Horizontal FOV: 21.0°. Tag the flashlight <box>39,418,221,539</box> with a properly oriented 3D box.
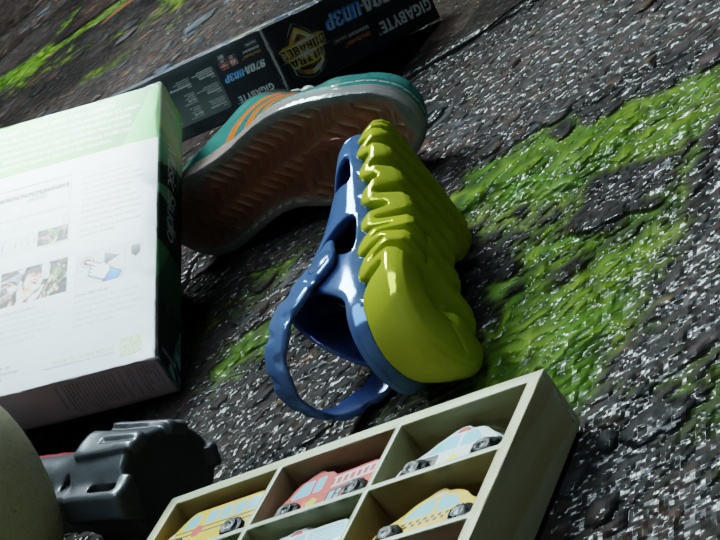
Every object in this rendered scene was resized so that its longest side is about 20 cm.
[{"bbox_3d":[-0.143,0.100,0.908,0.199,0.068,0.068,-12,57,45],"label":"flashlight"}]

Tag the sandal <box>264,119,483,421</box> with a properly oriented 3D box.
[{"bbox_3d":[0.000,0.000,0.855,0.087,0.080,0.200,-35,18,18],"label":"sandal"}]

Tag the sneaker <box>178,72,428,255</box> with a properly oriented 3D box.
[{"bbox_3d":[-0.033,-0.076,1.079,0.199,0.071,0.080,-21,30,43],"label":"sneaker"}]

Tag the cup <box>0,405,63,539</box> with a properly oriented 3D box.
[{"bbox_3d":[-0.212,0.121,0.824,0.143,0.202,0.200,-28,9,-40],"label":"cup"}]

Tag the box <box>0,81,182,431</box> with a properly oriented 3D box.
[{"bbox_3d":[-0.168,-0.005,1.054,0.143,0.036,0.201,-14,50,12],"label":"box"}]

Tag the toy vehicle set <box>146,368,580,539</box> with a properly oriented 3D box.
[{"bbox_3d":[-0.021,0.112,0.712,0.199,0.027,0.125,-23,25,37],"label":"toy vehicle set"}]

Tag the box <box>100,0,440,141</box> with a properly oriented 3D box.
[{"bbox_3d":[-0.070,-0.127,1.232,0.199,0.046,0.159,-18,10,43],"label":"box"}]
